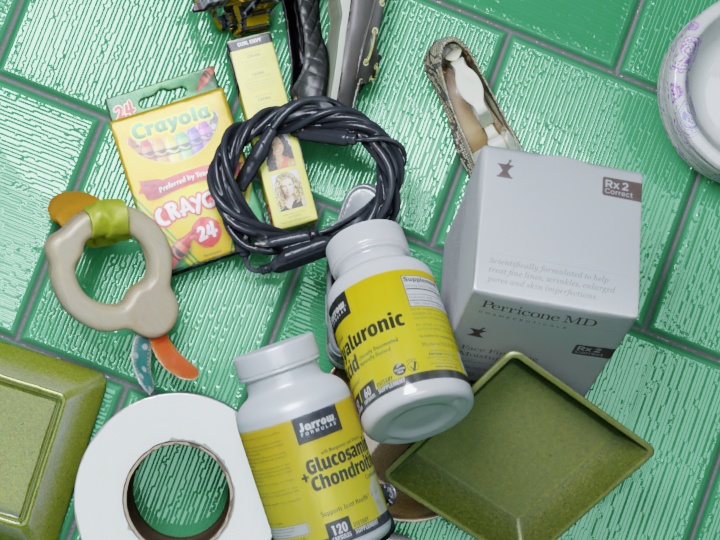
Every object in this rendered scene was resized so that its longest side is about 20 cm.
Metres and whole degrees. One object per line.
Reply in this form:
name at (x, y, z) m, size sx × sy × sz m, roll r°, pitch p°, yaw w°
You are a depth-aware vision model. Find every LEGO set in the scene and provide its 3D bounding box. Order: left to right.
LEGO set at (-0.156, -0.329, 1.612) m, size 0.115 × 0.154 × 0.202 m, roll -16°, pitch 95°, yaw -23°

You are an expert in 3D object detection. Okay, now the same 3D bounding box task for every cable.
cable at (-0.051, -0.093, 1.591) m, size 0.199 × 0.051 × 0.164 m, roll -22°, pitch 84°, yaw -3°

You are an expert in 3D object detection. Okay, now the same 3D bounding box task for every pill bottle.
pill bottle at (-0.051, 0.166, 1.480) m, size 0.111 × 0.112 × 0.201 m, roll -19°, pitch 91°, yaw -6°
pill bottle at (0.030, 0.056, 1.525) m, size 0.110 × 0.112 × 0.201 m, roll -14°, pitch 61°, yaw -6°

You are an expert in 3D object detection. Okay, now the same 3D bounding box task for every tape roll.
tape roll at (-0.181, 0.222, 1.579) m, size 0.201 × 0.139 × 0.204 m, roll 0°, pitch 87°, yaw -5°

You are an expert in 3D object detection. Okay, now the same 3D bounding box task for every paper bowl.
paper bowl at (0.414, -0.188, 1.681) m, size 0.199 × 0.104 × 0.202 m, roll 0°, pitch 87°, yaw -6°

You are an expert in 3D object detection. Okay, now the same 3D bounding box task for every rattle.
rattle at (-0.250, 0.024, 1.610) m, size 0.130 × 0.142 × 0.201 m, roll -49°, pitch 117°, yaw -31°

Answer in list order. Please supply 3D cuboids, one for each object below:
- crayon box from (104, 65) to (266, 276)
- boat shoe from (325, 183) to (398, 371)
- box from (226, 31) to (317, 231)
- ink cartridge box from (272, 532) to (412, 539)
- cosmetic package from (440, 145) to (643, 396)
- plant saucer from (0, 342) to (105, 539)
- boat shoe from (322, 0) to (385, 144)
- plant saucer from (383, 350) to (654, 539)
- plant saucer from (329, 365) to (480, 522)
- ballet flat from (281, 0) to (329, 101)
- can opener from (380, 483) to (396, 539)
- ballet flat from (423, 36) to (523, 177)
crayon box at (-0.182, -0.105, 1.645) m, size 0.126 × 0.051 × 0.201 m, roll -19°, pitch 88°, yaw -6°
boat shoe at (-0.002, 0.001, 1.632) m, size 0.074 × 0.065 × 0.203 m, roll 8°, pitch 72°, yaw 9°
box at (-0.092, -0.141, 1.646) m, size 0.050 × 0.075 × 0.202 m, roll -15°, pitch 89°, yaw -5°
ink cartridge box at (-0.037, 0.351, 1.611) m, size 0.144 × 0.084 × 0.201 m, roll 18°, pitch 84°, yaw -4°
cosmetic package at (0.174, 0.005, 1.576) m, size 0.164 × 0.200 × 0.166 m, roll 9°, pitch 62°, yaw -4°
plant saucer at (-0.382, 0.173, 1.601) m, size 0.199 × 0.048 × 0.201 m, roll 17°, pitch 85°, yaw -4°
boat shoe at (-0.005, -0.230, 1.659) m, size 0.060 × 0.072 × 0.203 m, roll 6°, pitch 93°, yaw -16°
plant saucer at (0.156, 0.180, 1.588) m, size 0.199 × 0.048 × 0.200 m, roll 34°, pitch 115°, yaw -22°
plant saucer at (0.051, 0.161, 1.657) m, size 0.198 × 0.035 × 0.202 m, roll 0°, pitch 86°, yaw -5°
ballet flat at (-0.068, -0.241, 1.652) m, size 0.056 × 0.066 × 0.202 m, roll 2°, pitch 74°, yaw -25°
can opener at (-0.027, 0.190, 1.580) m, size 0.078 × 0.064 × 0.201 m, roll -13°, pitch 62°, yaw -30°
ballet flat at (0.126, -0.156, 1.666) m, size 0.067 × 0.075 × 0.201 m, roll -26°, pitch 89°, yaw -7°
